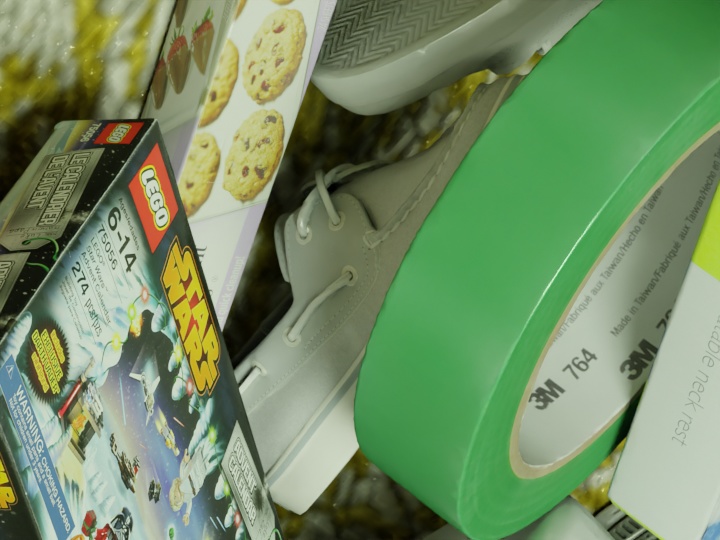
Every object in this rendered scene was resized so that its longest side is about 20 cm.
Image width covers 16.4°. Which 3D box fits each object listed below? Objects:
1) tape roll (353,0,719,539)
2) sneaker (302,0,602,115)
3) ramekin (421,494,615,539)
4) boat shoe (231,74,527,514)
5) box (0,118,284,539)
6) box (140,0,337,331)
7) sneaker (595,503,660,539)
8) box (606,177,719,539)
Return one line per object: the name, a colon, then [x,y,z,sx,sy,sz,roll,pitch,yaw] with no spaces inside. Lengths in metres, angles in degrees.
tape roll: [0.078,-0.005,0.831,0.200,0.048,0.201,-44,157,-24]
sneaker: [0.081,-0.090,0.882,0.200,0.074,0.116,-35,131,-8]
ramekin: [0.033,0.169,0.907,0.200,0.200,0.098,-38,97,-4]
boat shoe: [0.000,0.000,0.876,0.200,0.068,0.072,-57,180,41]
box: [-0.079,0.071,0.802,0.040,0.137,0.201,-1,125,21]
box: [-0.050,-0.047,0.850,0.041,0.039,0.201,5,117,-33]
sneaker: [0.084,0.189,1.078,0.200,0.078,0.100,-35,136,-6]
box: [0.153,0.011,0.881,0.122,0.048,0.201,-36,151,-41]
